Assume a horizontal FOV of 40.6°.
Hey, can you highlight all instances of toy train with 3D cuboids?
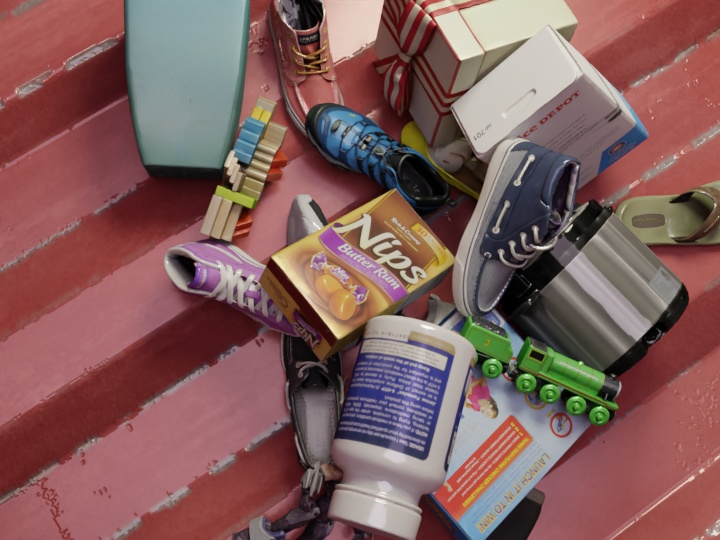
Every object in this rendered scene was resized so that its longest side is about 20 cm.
[{"bbox_3d":[0.192,0.107,1.050,0.198,0.042,0.057,24,105,-6],"label":"toy train"}]

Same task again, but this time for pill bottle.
[{"bbox_3d":[0.036,0.158,0.968,0.119,0.120,0.202,18,73,-4],"label":"pill bottle"}]

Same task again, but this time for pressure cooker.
[{"bbox_3d":[0.255,0.015,1.127,0.200,0.176,0.179,45,96,3],"label":"pressure cooker"}]

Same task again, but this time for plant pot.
[{"bbox_3d":[-0.203,-0.213,1.137,0.140,0.141,0.202,2,88,-6],"label":"plant pot"}]

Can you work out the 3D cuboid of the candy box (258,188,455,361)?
[{"bbox_3d":[0.000,0.000,1.077,0.199,0.057,0.117,-31,75,-38],"label":"candy box"}]

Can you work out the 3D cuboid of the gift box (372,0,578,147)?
[{"bbox_3d":[0.112,-0.279,1.154,0.185,0.185,0.201,-21,62,-19],"label":"gift box"}]

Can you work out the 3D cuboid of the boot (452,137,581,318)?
[{"bbox_3d":[0.163,-0.034,1.022,0.072,0.090,0.202,4,105,-40],"label":"boot"}]

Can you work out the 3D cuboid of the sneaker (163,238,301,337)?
[{"bbox_3d":[-0.132,0.024,1.083,0.199,0.114,0.073,22,100,21],"label":"sneaker"}]

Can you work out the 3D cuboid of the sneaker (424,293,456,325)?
[{"bbox_3d":[0.060,0.119,1.153,0.082,0.075,0.200,34,71,14],"label":"sneaker"}]

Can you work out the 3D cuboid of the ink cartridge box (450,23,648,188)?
[{"bbox_3d":[0.220,-0.170,1.119,0.146,0.199,0.086,-37,57,22],"label":"ink cartridge box"}]

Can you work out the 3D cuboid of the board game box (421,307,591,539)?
[{"bbox_3d":[0.122,0.163,1.079,0.200,0.056,0.196,-41,88,-19],"label":"board game box"}]

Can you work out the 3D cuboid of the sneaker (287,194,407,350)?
[{"bbox_3d":[-0.012,-0.004,1.158,0.113,0.076,0.202,-9,64,-28],"label":"sneaker"}]

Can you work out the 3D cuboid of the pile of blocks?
[{"bbox_3d":[-0.124,-0.118,1.144,0.062,0.082,0.202,20,69,-3],"label":"pile of blocks"}]

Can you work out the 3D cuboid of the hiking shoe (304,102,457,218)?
[{"bbox_3d":[0.027,-0.140,1.157,0.199,0.087,0.075,32,77,-15],"label":"hiking shoe"}]

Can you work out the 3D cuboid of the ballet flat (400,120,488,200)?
[{"bbox_3d":[0.139,-0.127,1.196,0.199,0.067,0.067,37,80,0],"label":"ballet flat"}]

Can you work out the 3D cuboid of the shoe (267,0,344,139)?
[{"bbox_3d":[-0.066,-0.257,1.179,0.071,0.091,0.202,-16,83,-9],"label":"shoe"}]

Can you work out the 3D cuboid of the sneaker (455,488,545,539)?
[{"bbox_3d":[0.110,0.273,1.120,0.198,0.075,0.107,22,76,-4],"label":"sneaker"}]

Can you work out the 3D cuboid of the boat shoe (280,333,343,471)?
[{"bbox_3d":[-0.055,0.137,1.131,0.073,0.060,0.202,-2,81,-6],"label":"boat shoe"}]

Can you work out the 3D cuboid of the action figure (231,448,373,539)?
[{"bbox_3d":[-0.045,0.275,1.082,0.200,0.069,0.130,-41,118,7],"label":"action figure"}]

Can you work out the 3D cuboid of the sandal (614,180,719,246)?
[{"bbox_3d":[0.419,-0.069,1.226,0.199,0.057,0.081,-11,82,-9],"label":"sandal"}]
